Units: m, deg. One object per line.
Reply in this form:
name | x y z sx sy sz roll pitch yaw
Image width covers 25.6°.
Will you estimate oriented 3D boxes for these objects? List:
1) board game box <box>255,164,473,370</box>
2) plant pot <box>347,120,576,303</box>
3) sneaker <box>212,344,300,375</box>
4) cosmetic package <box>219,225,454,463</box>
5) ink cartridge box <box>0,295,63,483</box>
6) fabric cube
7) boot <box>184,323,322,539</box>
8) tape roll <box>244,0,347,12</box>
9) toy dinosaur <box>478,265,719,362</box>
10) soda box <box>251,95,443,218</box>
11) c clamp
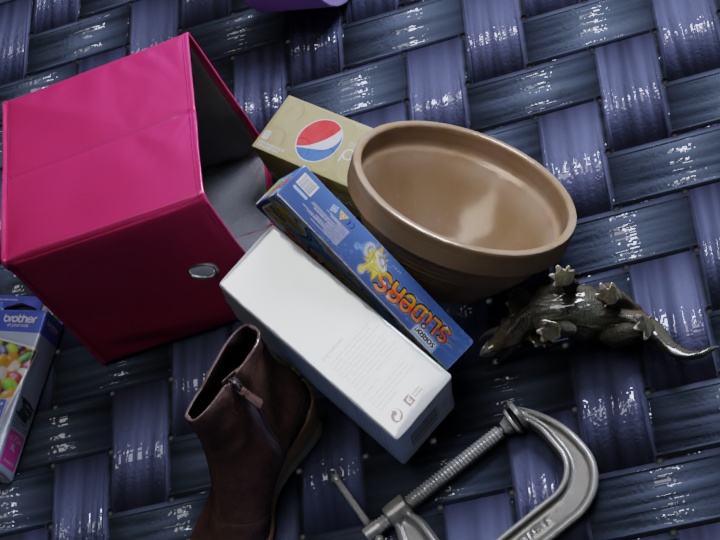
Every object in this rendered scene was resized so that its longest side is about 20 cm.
board game box | 0.000 0.000 1.333 0.034 0.135 0.200 -45 96 -9
plant pot | 0.077 -0.037 1.358 0.199 0.093 0.201 14 32 -9
sneaker | -0.062 0.035 1.434 0.200 0.081 0.074 -43 52 -7
cosmetic package | -0.018 0.063 1.322 0.200 0.102 0.071 40 79 15
ink cartridge box | -0.366 0.105 1.548 0.118 0.042 0.201 1 58 23
fabric cube | -0.202 -0.063 1.485 0.198 0.196 0.201 -18 54 11
boot | -0.114 0.160 1.322 0.072 0.167 0.201 21 69 32
tape roll | -0.069 -0.368 1.623 0.084 0.200 0.201 0 59 22
toy dinosaur | 0.195 0.037 1.320 0.198 0.102 0.078 -1 87 7
soda box | -0.003 -0.095 1.504 0.199 0.064 0.068 25 71 34
c clamp | 0.090 0.178 1.310 0.199 0.027 0.171 -33 52 1
